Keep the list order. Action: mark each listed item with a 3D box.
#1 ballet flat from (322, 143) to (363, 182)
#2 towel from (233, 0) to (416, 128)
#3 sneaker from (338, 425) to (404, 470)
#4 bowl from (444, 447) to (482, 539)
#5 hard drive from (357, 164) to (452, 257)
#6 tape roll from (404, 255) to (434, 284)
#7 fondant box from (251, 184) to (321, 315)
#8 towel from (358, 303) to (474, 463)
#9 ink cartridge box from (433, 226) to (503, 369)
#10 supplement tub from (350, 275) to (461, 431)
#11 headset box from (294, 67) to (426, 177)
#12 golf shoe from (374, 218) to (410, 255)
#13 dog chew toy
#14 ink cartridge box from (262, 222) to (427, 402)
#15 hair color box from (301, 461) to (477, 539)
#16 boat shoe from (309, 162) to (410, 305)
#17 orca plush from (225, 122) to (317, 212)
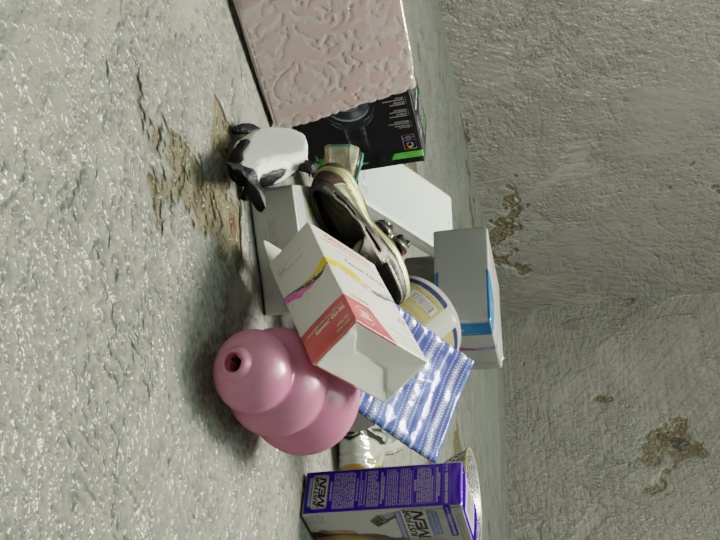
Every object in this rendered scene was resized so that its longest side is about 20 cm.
[{"bbox_3d":[-0.041,-0.084,1.321,0.068,0.061,0.204,-90,-170,-63],"label":"ballet flat"},{"bbox_3d":[-0.039,-0.282,1.163,0.032,0.196,0.193,-108,-178,-51],"label":"towel"},{"bbox_3d":[0.017,0.228,1.387,0.200,0.074,0.090,-19,101,-77],"label":"sneaker"},{"bbox_3d":[0.190,0.471,1.958,0.200,0.092,0.206,-8,90,-77],"label":"bowl"},{"bbox_3d":[0.063,-0.108,1.466,0.198,0.026,0.134,30,43,-30],"label":"hard drive"},{"bbox_3d":[0.112,0.079,1.530,0.200,0.065,0.205,-5,90,-79],"label":"tape roll"},{"bbox_3d":[-0.071,-0.028,1.185,0.200,0.057,0.148,-14,97,-78],"label":"fondant box"},{"bbox_3d":[0.043,0.117,1.145,0.199,0.024,0.147,36,61,-19],"label":"towel"},{"bbox_3d":[0.162,0.047,1.420,0.201,0.083,0.148,60,28,-62],"label":"ink cartridge box"},{"bbox_3d":[0.030,0.108,1.252,0.199,0.142,0.147,-33,118,-48],"label":"supplement tub"},{"bbox_3d":[-0.007,-0.234,1.317,0.094,0.170,0.202,-84,163,-45],"label":"headset box"},{"bbox_3d":[0.000,0.000,1.333,0.088,0.077,0.200,-51,177,-24],"label":"golf shoe"},{"bbox_3d":[-0.079,0.115,0.959,0.200,0.122,0.127,37,46,-61],"label":"dog chew toy"},{"bbox_3d":[-0.022,0.029,0.995,0.116,0.068,0.201,32,19,-41],"label":"ink cartridge box"},{"bbox_3d":[0.037,0.295,1.169,0.110,0.196,0.066,69,21,-44],"label":"hair color box"},{"bbox_3d":[-0.008,-0.031,1.170,0.202,0.072,0.065,57,37,-16],"label":"boat shoe"},{"bbox_3d":[-0.105,-0.100,1.050,0.201,0.103,0.072,-93,-155,-64],"label":"orca plush"}]
